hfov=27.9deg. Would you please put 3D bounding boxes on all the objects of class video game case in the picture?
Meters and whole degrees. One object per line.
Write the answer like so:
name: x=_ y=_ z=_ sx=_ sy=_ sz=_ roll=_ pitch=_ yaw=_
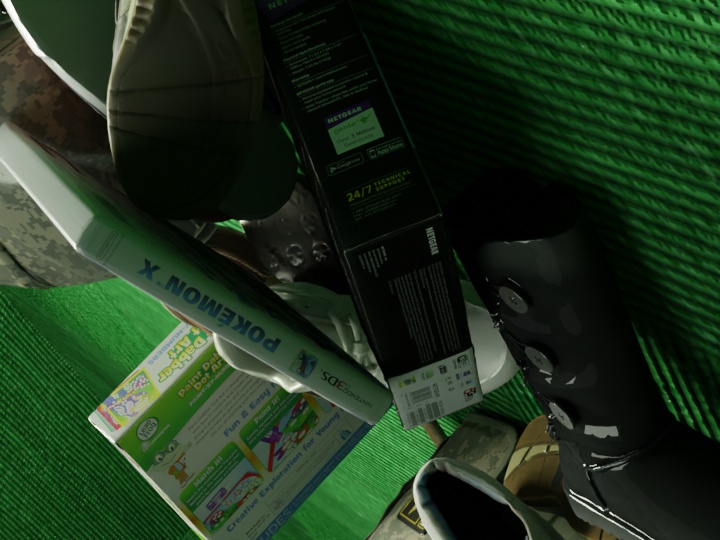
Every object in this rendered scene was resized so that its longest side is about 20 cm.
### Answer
video game case: x=-0.093 y=-0.002 z=0.746 sx=0.182 sy=0.022 sz=0.200 roll=33 pitch=-179 yaw=-30

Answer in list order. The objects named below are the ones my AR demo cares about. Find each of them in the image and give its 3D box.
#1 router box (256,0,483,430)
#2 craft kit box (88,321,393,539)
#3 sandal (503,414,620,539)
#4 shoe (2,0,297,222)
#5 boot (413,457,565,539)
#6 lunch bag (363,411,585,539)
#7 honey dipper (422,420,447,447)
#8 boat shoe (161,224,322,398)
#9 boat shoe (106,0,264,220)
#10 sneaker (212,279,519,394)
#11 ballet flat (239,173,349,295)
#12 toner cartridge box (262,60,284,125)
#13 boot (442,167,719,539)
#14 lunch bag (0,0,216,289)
router box: x=0.007 y=-0.028 z=0.729 sx=0.200 sy=0.051 sz=0.150 roll=72 pitch=177 yaw=-60
craft kit box: x=-0.078 y=0.101 z=1.095 sx=0.048 sy=0.200 sz=0.198 roll=32 pitch=161 yaw=39
sandal: x=0.148 y=0.128 z=0.870 sx=0.054 sy=0.081 sz=0.200 roll=31 pitch=169 yaw=-15
shoe: x=-0.122 y=-0.101 z=0.773 sx=0.200 sy=0.072 sz=0.091 roll=45 pitch=162 yaw=-14
boot: x=0.103 y=0.191 z=0.848 sx=0.200 sy=0.074 sz=0.096 roll=42 pitch=177 yaw=19
lunch bag: x=0.097 y=0.210 z=1.034 sx=0.200 sy=0.164 sz=0.118 roll=33 pitch=167 yaw=31
honey dipper: x=0.050 y=0.111 z=1.123 sx=0.038 sy=0.038 sz=0.200 roll=30 pitch=164 yaw=38
boat shoe: x=-0.061 y=0.031 z=0.987 sx=0.072 sy=0.076 sz=0.200 roll=34 pitch=180 yaw=42
boat shoe: x=-0.077 y=-0.122 z=0.665 sx=0.066 sy=0.071 sz=0.202 roll=-92 pitch=7 yaw=-58
sneaker: x=0.000 y=0.048 z=0.864 sx=0.199 sy=0.078 sz=0.099 roll=-2 pitch=-176 yaw=25
ballet flat: x=0.000 y=0.000 z=0.944 sx=0.200 sy=0.068 sz=0.046 roll=37 pitch=-153 yaw=19
toner cartridge box: x=-0.121 y=-0.151 z=0.850 sx=0.200 sy=0.043 sz=0.095 roll=28 pitch=160 yaw=43
boot: x=0.132 y=0.050 z=0.701 sx=0.164 sy=0.066 sz=0.201 roll=9 pitch=130 yaw=50
lunch bag: x=-0.194 y=-0.085 z=0.871 sx=0.167 sy=0.140 sz=0.200 roll=3 pitch=142 yaw=35
